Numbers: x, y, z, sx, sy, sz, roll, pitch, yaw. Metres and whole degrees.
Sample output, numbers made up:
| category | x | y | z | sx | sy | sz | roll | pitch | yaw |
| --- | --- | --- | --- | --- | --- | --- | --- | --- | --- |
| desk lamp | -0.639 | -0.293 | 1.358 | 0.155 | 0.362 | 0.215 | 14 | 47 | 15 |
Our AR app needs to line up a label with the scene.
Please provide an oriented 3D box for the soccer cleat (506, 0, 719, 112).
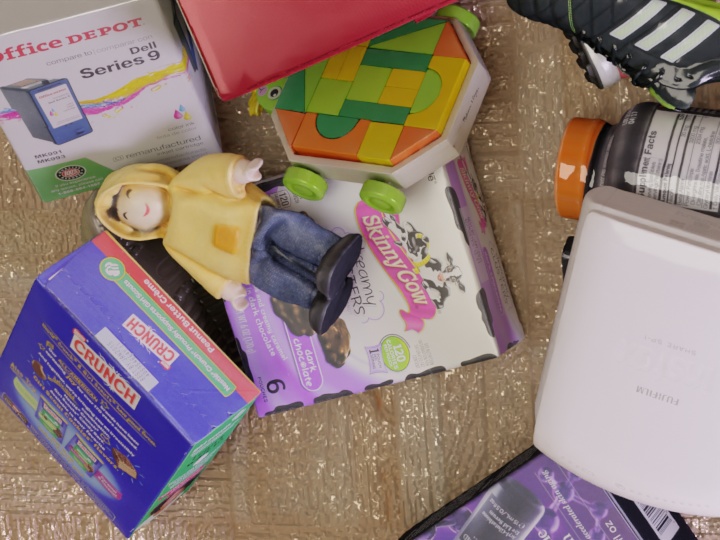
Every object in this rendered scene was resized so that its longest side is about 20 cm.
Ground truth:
| category | x | y | z | sx | sy | sz | roll | pitch | yaw |
| --- | --- | --- | --- | --- | --- | --- | --- | --- | --- |
| soccer cleat | 0.192 | -0.152 | 1.510 | 0.199 | 0.068 | 0.082 | 11 | 93 | 3 |

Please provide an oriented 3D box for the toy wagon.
| category | x | y | z | sx | sy | sz | roll | pitch | yaw |
| --- | --- | --- | --- | --- | --- | --- | --- | --- | --- |
| toy wagon | -0.006 | -0.123 | 1.614 | 0.199 | 0.040 | 0.156 | 10 | 68 | 34 |

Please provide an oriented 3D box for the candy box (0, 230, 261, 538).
| category | x | y | z | sx | sy | sz | roll | pitch | yaw |
| --- | --- | --- | --- | --- | --- | --- | --- | --- | --- |
| candy box | -0.181 | 0.088 | 1.694 | 0.169 | 0.077 | 0.200 | 47 | 149 | 6 |

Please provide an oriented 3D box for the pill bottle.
| category | x | y | z | sx | sy | sz | roll | pitch | yaw |
| --- | --- | --- | --- | --- | --- | --- | --- | --- | --- |
| pill bottle | 0.235 | -0.058 | 1.548 | 0.199 | 0.106 | 0.107 | 9 | 103 | 19 |

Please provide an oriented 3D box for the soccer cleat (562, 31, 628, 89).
| category | x | y | z | sx | sy | sz | roll | pitch | yaw |
| --- | --- | --- | --- | --- | --- | --- | --- | --- | --- |
| soccer cleat | 0.154 | -0.229 | 1.575 | 0.073 | 0.068 | 0.201 | -24 | 89 | 2 |

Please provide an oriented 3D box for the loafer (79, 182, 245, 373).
| category | x | y | z | sx | sy | sz | roll | pitch | yaw |
| --- | --- | --- | --- | --- | --- | --- | --- | --- | --- |
| loafer | -0.144 | 0.018 | 1.724 | 0.201 | 0.076 | 0.068 | 58 | 155 | -9 |

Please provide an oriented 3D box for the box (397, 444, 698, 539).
| category | x | y | z | sx | sy | sz | roll | pitch | yaw |
| --- | --- | --- | --- | --- | --- | --- | --- | --- | --- |
| box | 0.128 | 0.216 | 1.641 | 0.200 | 0.104 | 0.148 | -38 | 87 | 22 |

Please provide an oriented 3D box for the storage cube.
| category | x | y | z | sx | sy | sz | roll | pitch | yaw |
| --- | --- | --- | --- | --- | --- | --- | --- | --- | --- |
| storage cube | -0.046 | -0.239 | 1.527 | 0.179 | 0.171 | 0.201 | -24 | 103 | 4 |

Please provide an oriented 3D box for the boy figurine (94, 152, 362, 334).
| category | x | y | z | sx | sy | sz | roll | pitch | yaw |
| --- | --- | --- | --- | --- | --- | --- | --- | --- | --- |
| boy figurine | -0.097 | -0.033 | 1.616 | 0.199 | 0.064 | 0.125 | 24 | 127 | 12 |

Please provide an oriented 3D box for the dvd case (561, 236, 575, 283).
| category | x | y | z | sx | sy | sz | roll | pitch | yaw |
| --- | --- | --- | --- | --- | --- | --- | --- | --- | --- |
| dvd case | 0.240 | 0.049 | 1.567 | 0.199 | 0.025 | 0.151 | 10 | 139 | 17 |

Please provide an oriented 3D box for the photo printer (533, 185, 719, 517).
| category | x | y | z | sx | sy | sz | roll | pitch | yaw |
| --- | --- | --- | --- | --- | --- | --- | --- | --- | --- |
| photo printer | 0.204 | 0.061 | 1.496 | 0.166 | 0.069 | 0.201 | 18 | 114 | 14 |

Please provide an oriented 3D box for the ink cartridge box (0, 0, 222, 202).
| category | x | y | z | sx | sy | sz | roll | pitch | yaw |
| --- | --- | --- | --- | --- | --- | --- | --- | --- | --- |
| ink cartridge box | -0.193 | -0.150 | 1.616 | 0.144 | 0.200 | 0.088 | -14 | 56 | 3 |

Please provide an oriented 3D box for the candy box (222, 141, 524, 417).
| category | x | y | z | sx | sy | sz | roll | pitch | yaw |
| --- | --- | --- | --- | --- | --- | --- | --- | --- | --- |
| candy box | 0.000 | 0.000 | 1.663 | 0.199 | 0.071 | 0.169 | -15 | 94 | 22 |
